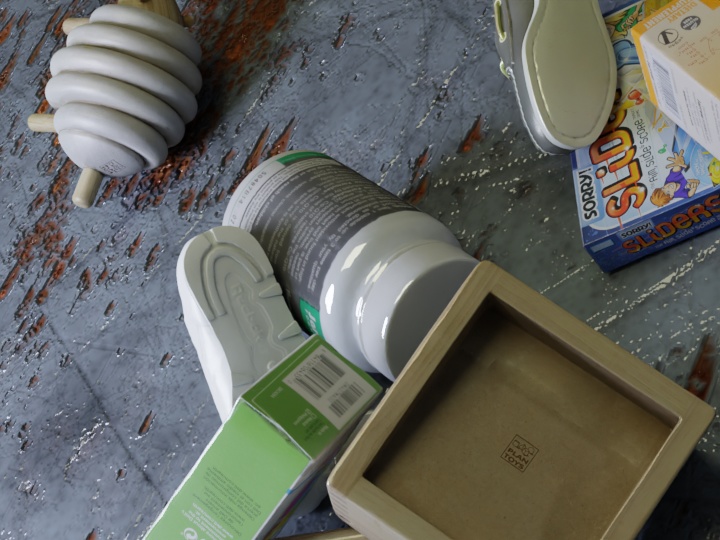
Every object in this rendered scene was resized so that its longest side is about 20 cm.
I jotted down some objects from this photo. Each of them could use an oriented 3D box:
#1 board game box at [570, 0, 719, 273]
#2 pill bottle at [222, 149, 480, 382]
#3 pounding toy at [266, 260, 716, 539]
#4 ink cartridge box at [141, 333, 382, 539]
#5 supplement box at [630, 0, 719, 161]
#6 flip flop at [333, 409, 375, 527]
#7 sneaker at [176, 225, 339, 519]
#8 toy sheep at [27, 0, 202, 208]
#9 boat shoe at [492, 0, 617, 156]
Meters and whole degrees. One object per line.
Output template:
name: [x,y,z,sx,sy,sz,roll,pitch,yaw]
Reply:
board game box: [0.203,-0.106,1.296,0.135,0.034,0.201,-24,44,22]
pill bottle: [0.000,0.000,1.318,0.113,0.113,0.200,-50,40,-6]
pounding toy: [0.066,0.125,1.123,0.184,0.142,0.200,34,78,11]
ink cartridge box: [-0.075,0.141,1.210,0.200,0.059,0.104,-55,-8,31]
supplement box: [0.273,-0.109,1.173,0.126,0.074,0.200,-35,48,-8]
flip flop: [0.025,0.159,1.206,0.081,0.058,0.200,-33,43,17]
sneaker: [-0.071,0.069,1.312,0.076,0.201,0.080,-16,-4,-22]
toy sheep: [-0.197,-0.144,1.596,0.137,0.138,0.201,5,76,42]
boat shoe: [0.126,-0.160,1.329,0.060,0.072,0.203,-43,42,50]
